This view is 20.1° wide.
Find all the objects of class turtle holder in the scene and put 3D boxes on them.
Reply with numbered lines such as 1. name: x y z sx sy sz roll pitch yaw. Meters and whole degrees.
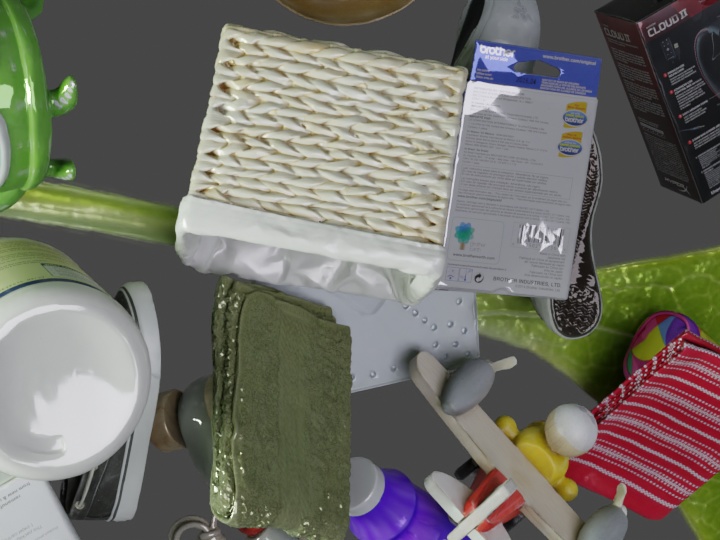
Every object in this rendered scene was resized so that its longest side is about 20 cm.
1. turtle holder: -0.288 -0.117 1.479 0.131 0.186 0.142 -12 77 -21

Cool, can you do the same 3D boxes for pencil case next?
1. pencil case: 0.323 0.115 1.835 0.200 0.088 0.089 35 89 -30

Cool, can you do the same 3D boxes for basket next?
1. basket: -0.031 -0.074 1.525 0.199 0.198 0.162 9 82 -3

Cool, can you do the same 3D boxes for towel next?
1. towel: -0.062 0.110 1.589 0.148 0.036 0.201 20 61 -46
2. towel: 0.274 0.142 1.793 0.144 0.023 0.200 27 128 -23

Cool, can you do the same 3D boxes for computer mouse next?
1. computer mouse: 0.101 -0.148 1.664 0.109 0.044 0.201 19 85 -25

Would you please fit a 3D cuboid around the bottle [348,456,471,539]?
1. bottle: 0.041 0.216 1.707 0.065 0.083 0.200 -57 140 -9

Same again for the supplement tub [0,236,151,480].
1. supplement tub: -0.248 0.058 1.496 0.144 0.200 0.146 -7 107 -22

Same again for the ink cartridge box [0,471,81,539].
1. ink cartridge box: -0.258 0.224 1.571 0.083 0.145 0.201 -30 115 -14

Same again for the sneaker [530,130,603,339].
1. sneaker: 0.159 -0.047 1.720 0.072 0.085 0.201 -5 102 -14

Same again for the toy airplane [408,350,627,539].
1. toy airplane: 0.136 0.164 1.689 0.141 0.199 0.200 -43 129 13

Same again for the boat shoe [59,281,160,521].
1. boat shoe: -0.201 0.106 1.606 0.063 0.071 0.201 1 106 -26

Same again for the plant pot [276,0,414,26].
1. plant pot: -0.012 -0.294 1.601 0.199 0.027 0.201 -7 108 -23

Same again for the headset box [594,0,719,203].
1. headset box: 0.301 -0.184 1.745 0.148 0.075 0.201 -32 115 -13

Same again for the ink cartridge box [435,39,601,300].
1. ink cartridge box: 0.123 -0.081 1.638 0.119 0.042 0.201 5 100 -20

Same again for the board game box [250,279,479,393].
1. board game box: 0.000 0.000 1.690 0.199 0.026 0.201 -11 109 -21

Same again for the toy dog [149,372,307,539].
1. toy dog: -0.093 0.154 1.656 0.096 0.131 0.201 -49 138 -50
